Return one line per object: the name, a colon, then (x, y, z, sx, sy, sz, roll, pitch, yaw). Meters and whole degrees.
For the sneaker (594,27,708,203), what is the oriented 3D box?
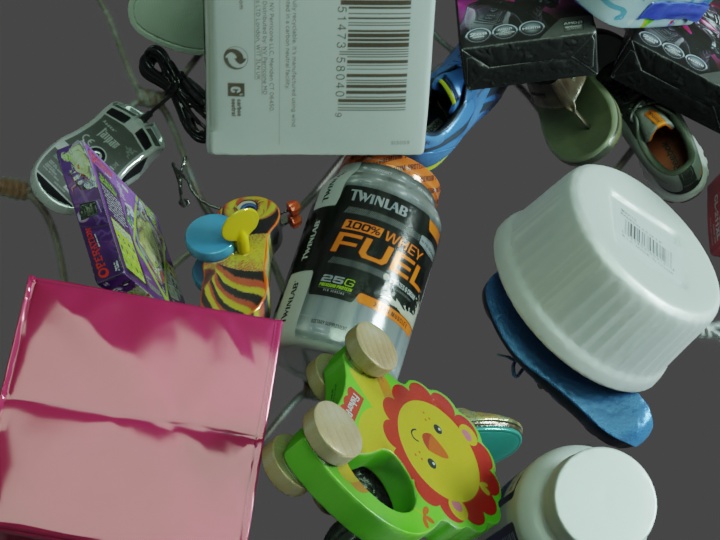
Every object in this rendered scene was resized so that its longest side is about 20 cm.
sneaker: (0.279, -0.163, 1.297, 0.074, 0.079, 0.200, -33, 74, 6)

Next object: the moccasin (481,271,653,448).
moccasin: (0.179, 0.089, 1.200, 0.080, 0.068, 0.200, -34, 77, -12)

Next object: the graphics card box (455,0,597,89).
graphics card box: (0.155, -0.255, 1.263, 0.125, 0.051, 0.200, -5, 43, 7)

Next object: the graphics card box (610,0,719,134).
graphics card box: (0.328, -0.228, 1.311, 0.125, 0.051, 0.200, 28, 41, 1)

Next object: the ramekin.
ramekin: (0.226, 0.000, 1.172, 0.200, 0.098, 0.201, 27, 37, -22)

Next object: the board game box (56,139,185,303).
board game box: (-0.195, -0.021, 1.107, 0.032, 0.200, 0.120, -17, 73, 4)

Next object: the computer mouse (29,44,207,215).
computer mouse: (-0.226, -0.119, 1.225, 0.110, 0.044, 0.200, 45, 63, 4)

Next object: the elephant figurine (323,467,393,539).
elephant figurine: (0.017, 0.261, 1.072, 0.200, 0.142, 0.155, 29, 53, -4)

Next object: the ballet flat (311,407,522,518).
ballet flat: (0.045, 0.155, 1.156, 0.200, 0.071, 0.071, -18, 73, -17)

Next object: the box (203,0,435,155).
box: (-0.041, -0.225, 1.172, 0.199, 0.199, 0.171, 0, 30, -4)

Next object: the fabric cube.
fabric cube: (-0.180, 0.142, 1.047, 0.199, 0.196, 0.200, 10, 68, -6)

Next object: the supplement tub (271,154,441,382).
supplement tub: (0.000, 0.000, 1.172, 0.122, 0.123, 0.200, 18, 67, -2)

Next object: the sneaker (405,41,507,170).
sneaker: (0.102, -0.182, 1.285, 0.066, 0.078, 0.200, 34, 66, 7)

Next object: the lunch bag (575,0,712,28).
lunch bag: (0.252, -0.300, 1.226, 0.200, 0.082, 0.161, -13, 62, -47)

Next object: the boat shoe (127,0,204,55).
boat shoe: (-0.125, -0.252, 1.283, 0.199, 0.076, 0.060, 6, 26, -8)

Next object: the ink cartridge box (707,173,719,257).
ink cartridge box: (0.434, -0.077, 1.233, 0.145, 0.200, 0.083, 8, 68, -6)

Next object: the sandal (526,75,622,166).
sandal: (0.193, -0.186, 1.291, 0.057, 0.080, 0.201, 20, 43, -48)

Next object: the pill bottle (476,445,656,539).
pill bottle: (0.170, 0.207, 1.078, 0.111, 0.200, 0.111, 3, 69, -8)

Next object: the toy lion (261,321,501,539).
toy lion: (0.032, 0.148, 1.029, 0.192, 0.069, 0.200, 45, 28, -8)

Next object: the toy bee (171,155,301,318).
toy bee: (-0.101, -0.028, 1.158, 0.108, 0.131, 0.200, -11, 74, -5)
